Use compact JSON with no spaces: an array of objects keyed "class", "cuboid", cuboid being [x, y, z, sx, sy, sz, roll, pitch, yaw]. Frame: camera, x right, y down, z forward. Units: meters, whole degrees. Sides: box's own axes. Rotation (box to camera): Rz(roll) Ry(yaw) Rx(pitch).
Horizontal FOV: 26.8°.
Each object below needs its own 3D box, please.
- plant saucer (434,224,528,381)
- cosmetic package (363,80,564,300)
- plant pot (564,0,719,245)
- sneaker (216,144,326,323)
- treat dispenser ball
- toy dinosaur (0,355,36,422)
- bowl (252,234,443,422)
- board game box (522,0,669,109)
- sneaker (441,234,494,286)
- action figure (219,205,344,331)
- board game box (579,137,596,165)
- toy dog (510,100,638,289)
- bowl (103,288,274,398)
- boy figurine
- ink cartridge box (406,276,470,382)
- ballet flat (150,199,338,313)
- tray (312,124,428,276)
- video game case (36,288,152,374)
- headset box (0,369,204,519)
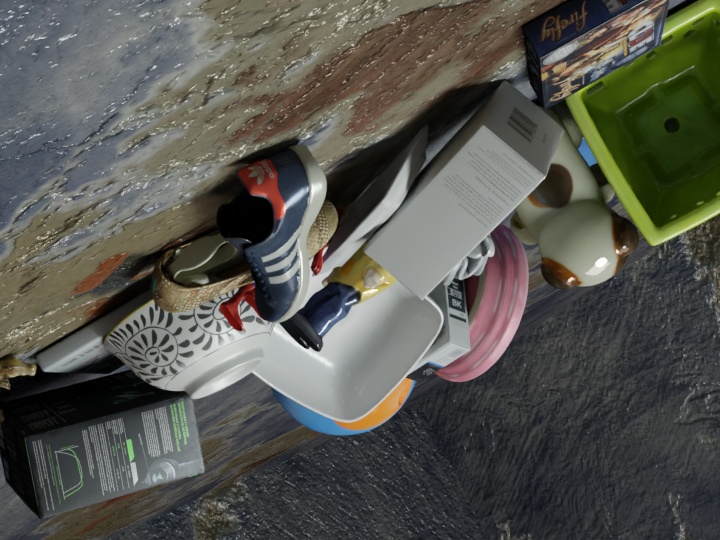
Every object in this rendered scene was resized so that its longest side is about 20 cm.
[{"class":"plant saucer","cuboid":[0.123,0.033,1.848,0.050,0.202,0.200,18,143,-32]},{"class":"cosmetic package","cuboid":[0.101,-0.079,1.498,0.200,0.085,0.108,-48,-172,36]},{"class":"plant pot","cuboid":[0.346,-0.158,1.631,0.198,0.201,0.181,-30,177,9]},{"class":"sneaker","cuboid":[-0.092,-0.026,1.360,0.084,0.075,0.201,-16,139,-27]},{"class":"treat dispenser ball","cuboid":[-0.024,0.109,1.934,0.200,0.202,0.201,-27,170,-5]},{"class":"toy dinosaur","cuboid":[-0.419,0.143,1.522,0.199,0.058,0.101,-33,157,-15]},{"class":"bowl","cuboid":[-0.027,0.061,1.761,0.200,0.199,0.075,-50,-154,16]},{"class":"board game box","cuboid":[0.222,-0.220,1.424,0.135,0.035,0.200,-29,170,4]},{"class":"sneaker","cuboid":[0.075,-0.027,1.762,0.075,0.116,0.200,-17,165,-46]},{"class":"action figure","cuboid":[-0.068,-0.010,1.540,0.065,0.052,0.200,-29,-163,43]},{"class":"board game box","cuboid":[0.286,-0.171,1.817,0.199,0.039,0.158,-32,166,12]},{"class":"toy dog","cuboid":[0.224,-0.080,1.650,0.139,0.201,0.194,-28,170,-1]},{"class":"bowl","cuboid":[-0.158,0.072,1.578,0.200,0.095,0.201,-28,171,-5]},{"class":"boy figurine","cuboid":[0.000,0.000,1.626,0.200,0.064,0.124,-46,-164,-12]},{"class":"ink cartridge box","cuboid":[0.083,0.025,1.832,0.039,0.202,0.099,18,143,-32]},{"class":"ballet flat","cuboid":[-0.111,-0.022,1.448,0.199,0.071,0.065,-30,156,-11]},{"class":"tray","cuboid":[0.014,-0.064,1.538,0.108,0.022,0.200,-61,-172,-30]},{"class":"video game case","cuboid":[-0.229,0.055,1.633,0.199,0.022,0.182,-31,170,8]},{"class":"headset box","cuboid":[-0.282,0.181,1.649,0.198,0.094,0.174,-14,-168,-24]}]
